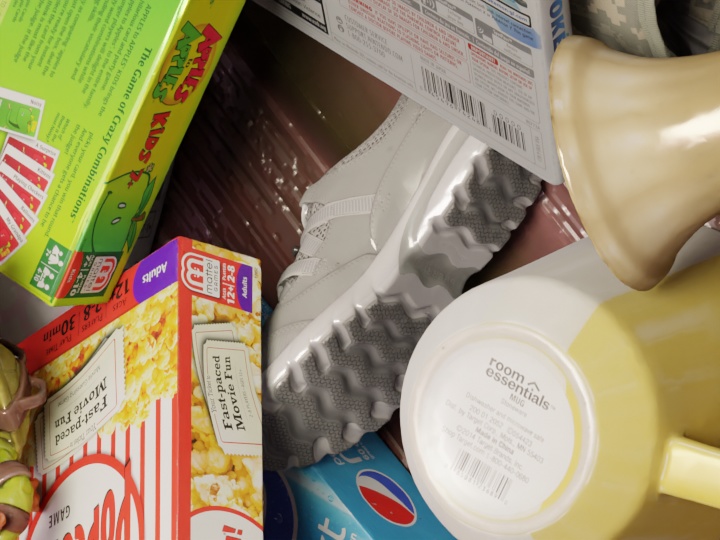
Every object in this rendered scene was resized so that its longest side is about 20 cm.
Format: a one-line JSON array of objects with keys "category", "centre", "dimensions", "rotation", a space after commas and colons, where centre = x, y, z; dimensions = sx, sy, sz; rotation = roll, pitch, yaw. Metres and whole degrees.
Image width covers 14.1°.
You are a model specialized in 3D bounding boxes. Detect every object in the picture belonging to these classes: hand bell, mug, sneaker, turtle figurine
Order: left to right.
[{"category": "turtle figurine", "centre": [-0.162, 0.052, 1.211], "dimensions": [0.200, 0.064, 0.162], "rotation": [-120, 16, -49]}, {"category": "sneaker", "centre": [0.000, 0.000, 1.271], "dimensions": [0.082, 0.075, 0.200], "rotation": [32, 79, 40]}, {"category": "mug", "centre": [0.107, 0.051, 1.177], "dimensions": [0.186, 0.153, 0.150], "rotation": [-20, 82, 30]}, {"category": "hand bell", "centre": [0.183, -0.068, 1.104], "dimensions": [0.199, 0.104, 0.105], "rotation": [-17, 84, 24]}]

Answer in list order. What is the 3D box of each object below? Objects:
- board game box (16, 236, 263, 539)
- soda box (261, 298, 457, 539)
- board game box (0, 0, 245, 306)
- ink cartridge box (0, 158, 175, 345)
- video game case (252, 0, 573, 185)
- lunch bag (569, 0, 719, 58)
[{"category": "board game box", "centre": [-0.100, 0.107, 1.230], "dimensions": [0.151, 0.046, 0.201], "rotation": [-32, 51, 45]}, {"category": "soda box", "centre": [-0.029, 0.096, 1.312], "dimensions": [0.200, 0.068, 0.064], "rotation": [49, 116, 19]}, {"category": "board game box", "centre": [-0.115, -0.097, 1.215], "dimensions": [0.101, 0.048, 0.201], "rotation": [31, 105, 22]}, {"category": "ink cartridge box", "centre": [-0.186, -0.049, 1.411], "dimensions": [0.199, 0.057, 0.163], "rotation": [22, 105, 24]}, {"category": "video game case", "centre": [0.007, -0.145, 1.191], "dimensions": [0.200, 0.022, 0.183], "rotation": [34, 151, 33]}, {"category": "lunch bag", "centre": [0.076, -0.180, 1.197], "dimensions": [0.164, 0.118, 0.201], "rotation": [17, 130, 33]}]
